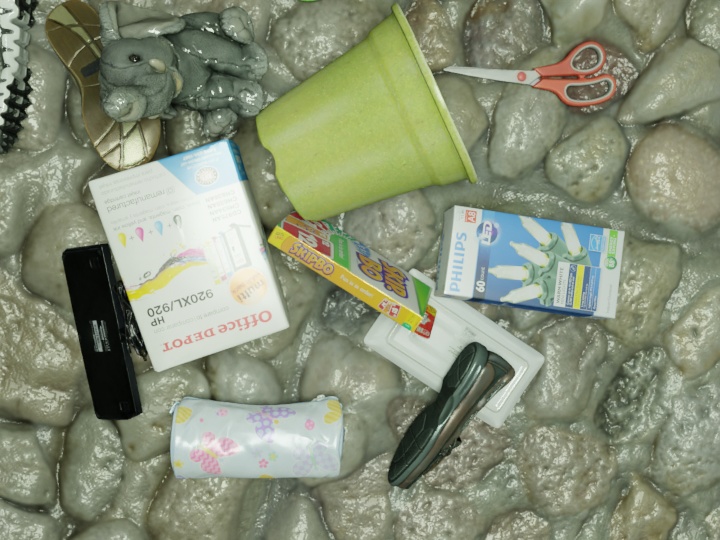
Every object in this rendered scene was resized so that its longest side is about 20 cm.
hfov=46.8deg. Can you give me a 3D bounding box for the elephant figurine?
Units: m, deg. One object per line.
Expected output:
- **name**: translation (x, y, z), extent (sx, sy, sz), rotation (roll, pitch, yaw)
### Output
- **elephant figurine**: translation (-0.199, -0.198, 0.804), extent (0.200, 0.155, 0.142), rotation (-15, 89, -44)

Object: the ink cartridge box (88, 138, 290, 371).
- **ink cartridge box**: translation (-0.172, -0.019, 0.880), extent (0.147, 0.145, 0.200), rotation (-18, 97, -4)

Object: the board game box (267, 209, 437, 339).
- **board game box**: translation (0.000, 0.000, 0.911), extent (0.200, 0.096, 0.030), rotation (35, 111, -1)

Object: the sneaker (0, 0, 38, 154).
- **sneaker**: translation (-0.398, -0.223, 0.880), extent (0.090, 0.066, 0.201), rotation (6, 91, -3)

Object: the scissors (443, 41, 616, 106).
- **scissors**: translation (0.198, -0.216, 0.962), extent (0.200, 0.014, 0.073), rotation (-10, 99, -6)

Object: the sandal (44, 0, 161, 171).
- **sandal**: translation (-0.274, -0.198, 0.903), extent (0.080, 0.054, 0.200), rotation (-28, 83, -8)

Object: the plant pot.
- **plant pot**: translation (-0.001, -0.146, 0.875), extent (0.184, 0.200, 0.201), rotation (-24, 98, 8)

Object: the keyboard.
- **keyboard**: translation (-0.271, 0.068, 0.929), extent (0.104, 0.040, 0.200), rotation (-4, 100, 34)

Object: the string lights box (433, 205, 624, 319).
- **string lights box**: translation (0.192, -0.007, 0.955), extent (0.200, 0.059, 0.103), rotation (8, 85, -7)

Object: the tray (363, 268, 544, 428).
- **tray**: translation (0.114, 0.095, 0.982), extent (0.200, 0.022, 0.107), rotation (34, 91, -8)

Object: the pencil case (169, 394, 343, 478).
- **pencil case**: translation (-0.115, 0.188, 0.938), extent (0.200, 0.083, 0.091), rotation (0, 92, -5)

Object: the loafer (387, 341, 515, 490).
- **loafer**: translation (0.104, 0.178, 0.955), extent (0.063, 0.072, 0.200), rotation (28, 105, -12)
